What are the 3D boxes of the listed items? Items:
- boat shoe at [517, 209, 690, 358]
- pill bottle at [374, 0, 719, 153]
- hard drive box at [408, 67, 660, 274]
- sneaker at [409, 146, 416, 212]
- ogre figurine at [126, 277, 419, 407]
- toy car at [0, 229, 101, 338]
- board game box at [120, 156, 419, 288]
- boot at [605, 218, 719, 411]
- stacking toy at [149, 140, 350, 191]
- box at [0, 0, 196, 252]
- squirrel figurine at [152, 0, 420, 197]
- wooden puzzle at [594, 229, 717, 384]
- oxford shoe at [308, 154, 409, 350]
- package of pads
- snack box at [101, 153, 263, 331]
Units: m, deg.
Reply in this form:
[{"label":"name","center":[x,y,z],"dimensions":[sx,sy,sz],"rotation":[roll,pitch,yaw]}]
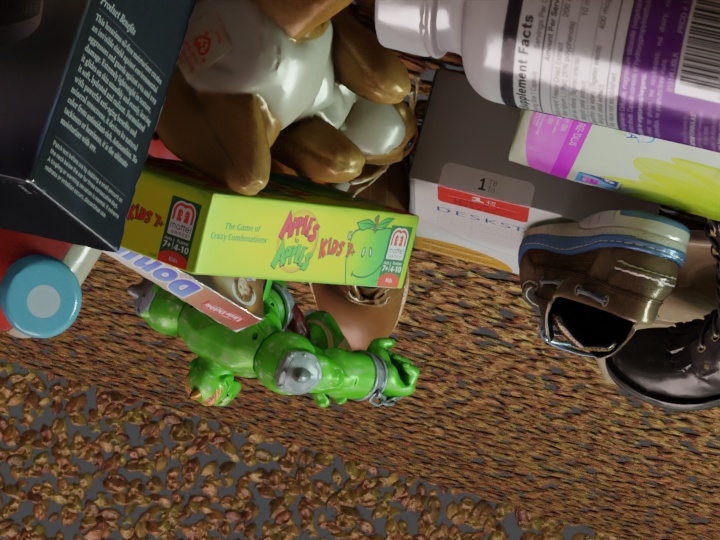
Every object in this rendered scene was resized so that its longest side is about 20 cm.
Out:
[{"label":"boat shoe","center":[0.135,0.012,1.561],"dimensions":[0.072,0.072,0.200],"rotation":[17,168,-9]},{"label":"pill bottle","center":[0.113,-0.125,1.215],"dimensions":[0.200,0.112,0.111],"rotation":[14,169,13]},{"label":"hard drive box","center":[0.114,-0.052,1.659],"dimensions":[0.156,0.077,0.200],"rotation":[14,169,5]},{"label":"sneaker","center":[0.008,-0.050,1.794],"dimensions":[0.200,0.089,0.080],"rotation":[23,165,-37]},{"label":"ogre figurine","center":[-0.072,0.038,1.700],"dimensions":[0.200,0.098,0.120],"rotation":[45,-161,17]},{"label":"toy car","center":[-0.284,-0.066,1.962],"dimensions":[0.200,0.177,0.184],"rotation":[34,179,-14]},{"label":"board game box","center":[-0.066,-0.029,1.499],"dimensions":[0.102,0.048,0.200],"rotation":[20,-171,35]},{"label":"boot","center":[0.249,0.014,1.713],"dimensions":[0.200,0.069,0.174],"rotation":[2,137,20]},{"label":"stacking toy","center":[-0.105,-0.109,1.626],"dimensions":[0.146,0.146,0.200],"rotation":[4,149,46]},{"label":"box","center":[-0.208,-0.136,1.382],"dimensions":[0.200,0.199,0.123],"rotation":[11,166,22]},{"label":"squirrel figurine","center":[-0.059,-0.119,1.503],"dimensions":[0.200,0.142,0.187],"rotation":[21,-177,27]},{"label":"wooden puzzle","center":[0.238,0.022,1.831],"dimensions":[0.185,0.046,0.200],"rotation":[6,145,32]},{"label":"oxford shoe","center":[0.000,0.000,1.728],"dimensions":[0.071,0.071,0.200],"rotation":[-2,141,-2]},{"label":"package of pads","center":[0.170,-0.087,1.430],"dimensions":[0.154,0.068,0.200],"rotation":[16,169,2]},{"label":"snack box","center":[-0.132,-0.036,1.533],"dimensions":[0.024,0.072,0.200],"rotation":[-26,139,30]}]
